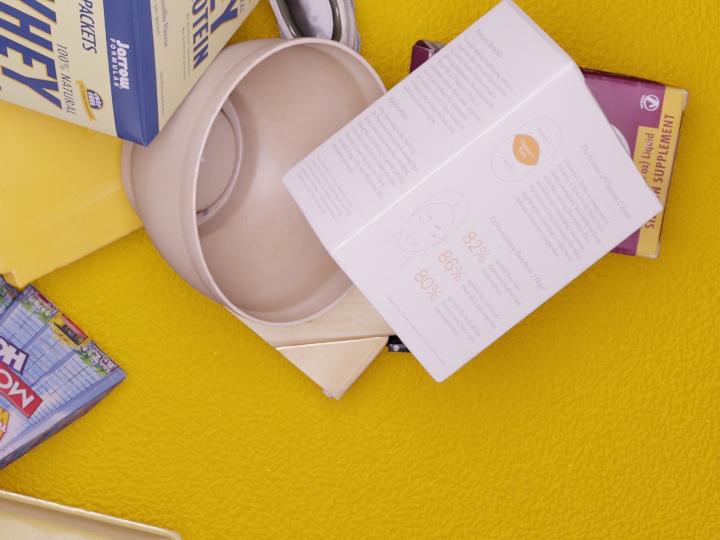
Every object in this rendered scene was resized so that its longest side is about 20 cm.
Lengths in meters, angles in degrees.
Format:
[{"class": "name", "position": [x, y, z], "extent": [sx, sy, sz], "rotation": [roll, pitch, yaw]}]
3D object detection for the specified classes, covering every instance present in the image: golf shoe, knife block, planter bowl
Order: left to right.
[{"class": "planter bowl", "position": [-0.086, -0.074, 1.254], "extent": [0.199, 0.134, 0.202], "rotation": [-17, 115, -43]}, {"class": "golf shoe", "position": [-0.048, -0.239, 1.291], "extent": [0.078, 0.097, 0.201], "rotation": [-23, 98, 1]}, {"class": "knife block", "position": [0.000, 0.000, 1.347], "extent": [0.200, 0.064, 0.176], "rotation": [40, 93, -8]}]

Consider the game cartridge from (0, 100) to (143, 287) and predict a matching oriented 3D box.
[{"class": "game cartridge", "position": [-0.203, -0.104, 1.268], "extent": [0.199, 0.032, 0.177], "rotation": [-28, 118, -28]}]

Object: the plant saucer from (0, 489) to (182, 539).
[{"class": "plant saucer", "position": [-0.256, 0.272, 1.377], "extent": [0.198, 0.048, 0.202], "rotation": [15, 97, -7]}]

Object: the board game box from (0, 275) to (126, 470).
[{"class": "board game box", "position": [-0.293, 0.075, 1.267], "extent": [0.200, 0.200, 0.062], "rotation": [44, 121, -10]}]

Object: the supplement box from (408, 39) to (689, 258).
[{"class": "supplement box", "position": [0.131, -0.093, 1.323], "extent": [0.198, 0.103, 0.132], "rotation": [8, 99, -5]}]

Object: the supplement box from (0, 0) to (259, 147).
[{"class": "supplement box", "position": [-0.187, -0.217, 1.162], "extent": [0.198, 0.201, 0.135], "rotation": [18, 138, 15]}]

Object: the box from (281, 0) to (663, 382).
[{"class": "box", "position": [0.077, -0.053, 1.192], "extent": [0.200, 0.106, 0.152], "rotation": [-38, 128, 3]}]
